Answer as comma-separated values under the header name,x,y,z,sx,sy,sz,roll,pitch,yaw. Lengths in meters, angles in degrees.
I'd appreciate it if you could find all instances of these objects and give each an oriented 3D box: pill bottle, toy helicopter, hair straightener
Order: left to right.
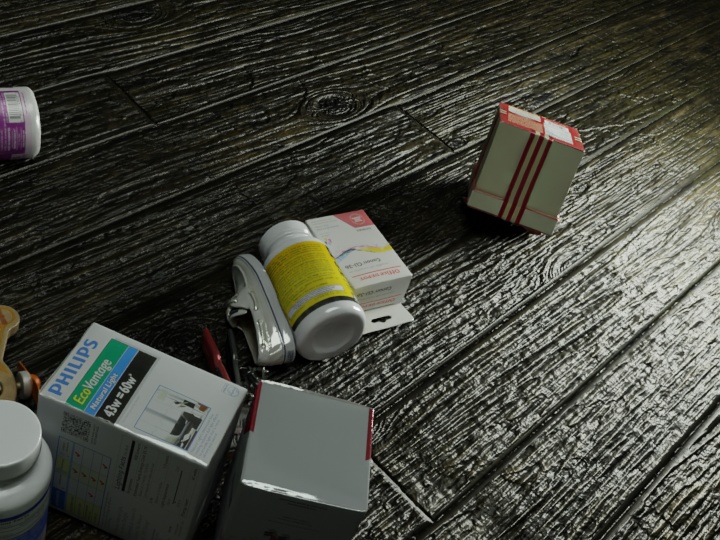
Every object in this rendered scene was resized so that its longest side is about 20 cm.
name,x,y,z,sx,sy,sz,roll,pitch,yaw
pill bottle,-0.602,-0.222,1.488,0.198,0.113,0.113,-8,49,-29
toy helicopter,-0.457,0.118,1.217,0.131,0.079,0.201,10,39,-13
pill bottle,-0.386,0.231,1.030,0.111,0.201,0.113,11,42,-10
hair straightener,-0.158,0.129,1.298,0.076,0.041,0.200,2,18,-22
pill bottle,-0.078,0.024,1.437,0.111,0.113,0.201,-8,49,-28

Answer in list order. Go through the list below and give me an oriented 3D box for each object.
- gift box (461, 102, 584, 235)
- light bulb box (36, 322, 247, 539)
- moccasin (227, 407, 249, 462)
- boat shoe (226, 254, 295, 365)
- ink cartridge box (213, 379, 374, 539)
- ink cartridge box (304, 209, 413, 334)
name,x,y,z,sx,sy,sz,roll,pitch,yaw
gift box,0.298,-0.177,1.752,0.183,0.189,0.200,22,22,4
light bulb box,-0.258,0.200,1.116,0.198,0.199,0.125,23,39,2
moccasin,-0.147,0.211,1.245,0.199,0.078,0.074,-2,60,-2
boat shoe,-0.160,0.057,1.407,0.069,0.071,0.201,-9,53,-25
ink cartridge box,-0.082,0.258,1.126,0.143,0.201,0.146,15,42,-10
ink cartridge box,0.000,0.000,1.527,0.115,0.068,0.201,-13,51,-33
